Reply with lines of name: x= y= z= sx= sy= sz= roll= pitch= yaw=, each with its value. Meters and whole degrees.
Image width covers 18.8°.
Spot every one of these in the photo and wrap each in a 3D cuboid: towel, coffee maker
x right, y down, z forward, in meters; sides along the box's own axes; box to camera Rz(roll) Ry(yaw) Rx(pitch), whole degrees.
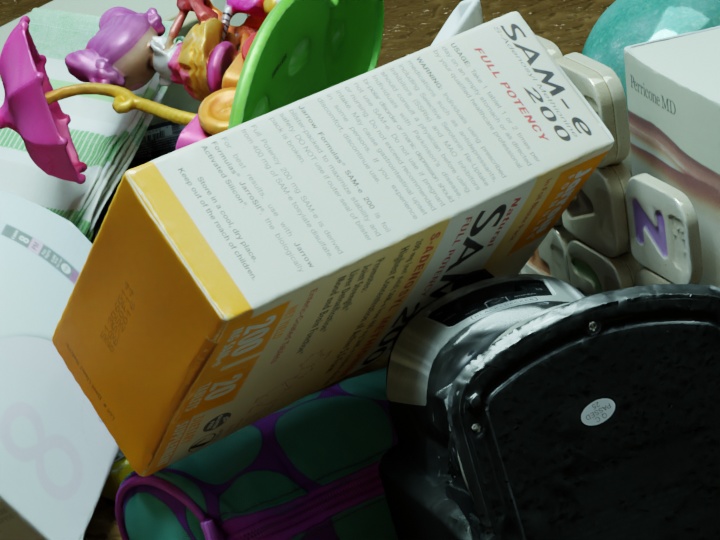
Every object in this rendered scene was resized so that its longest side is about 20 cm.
towel: x=-0.194 y=-0.064 z=1.285 sx=0.152 sy=0.023 sz=0.201 roll=12 pitch=70 yaw=43
coffee maker: x=0.076 y=0.099 z=0.781 sx=0.133 sy=0.194 sz=0.200 roll=6 pitch=0 yaw=-7

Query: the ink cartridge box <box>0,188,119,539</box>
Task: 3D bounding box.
ink cartridge box: x=-0.183 y=0.017 z=0.964 sx=0.057 sy=0.200 sz=0.163 roll=-23 pitch=29 yaw=29

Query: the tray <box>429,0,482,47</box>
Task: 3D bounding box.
tray: x=0.003 y=-0.036 z=1.006 sx=0.022 sy=0.201 sz=0.107 roll=33 pitch=4 yaw=-5

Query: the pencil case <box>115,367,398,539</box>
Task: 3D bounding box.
pencil case: x=-0.001 y=0.087 z=0.914 sx=0.199 sy=0.086 sz=0.092 roll=-23 pitch=1 yaw=-32

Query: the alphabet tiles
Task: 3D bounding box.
alphabet tiles: x=0.094 y=0.001 z=0.939 sx=0.014 sy=0.202 sz=0.195 roll=-17 pitch=24 yaw=-18

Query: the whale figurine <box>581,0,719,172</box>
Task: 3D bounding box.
whale figurine: x=0.154 y=-0.088 z=1.191 sx=0.158 sy=0.104 sz=0.200 roll=-24 pitch=-11 yaw=-33

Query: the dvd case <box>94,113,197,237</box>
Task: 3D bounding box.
dvd case: x=-0.079 y=-0.031 z=1.239 sx=0.147 sy=0.016 sz=0.201 roll=-14 pitch=38 yaw=1

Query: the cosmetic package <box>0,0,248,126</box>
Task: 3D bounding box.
cosmetic package: x=-0.148 y=-0.130 z=1.382 sx=0.199 sy=0.103 sz=0.074 roll=-23 pitch=55 yaw=26

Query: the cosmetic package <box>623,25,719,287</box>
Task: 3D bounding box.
cosmetic package: x=0.171 y=0.006 z=0.897 sx=0.087 sy=0.202 sz=0.103 roll=-12 pitch=21 yaw=-15

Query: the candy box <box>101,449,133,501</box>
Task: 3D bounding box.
candy box: x=-0.144 y=0.059 z=1.101 sx=0.102 sy=0.027 sz=0.199 roll=-36 pitch=33 yaw=-31

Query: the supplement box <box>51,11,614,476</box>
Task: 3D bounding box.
supplement box: x=-0.011 y=-0.011 z=0.861 sx=0.199 sy=0.126 sz=0.074 roll=-26 pitch=71 yaw=-33

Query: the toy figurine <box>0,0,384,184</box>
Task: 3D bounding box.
toy figurine: x=-0.106 y=-0.108 z=1.189 sx=0.183 sy=0.151 sz=0.201 roll=12 pitch=48 yaw=20
